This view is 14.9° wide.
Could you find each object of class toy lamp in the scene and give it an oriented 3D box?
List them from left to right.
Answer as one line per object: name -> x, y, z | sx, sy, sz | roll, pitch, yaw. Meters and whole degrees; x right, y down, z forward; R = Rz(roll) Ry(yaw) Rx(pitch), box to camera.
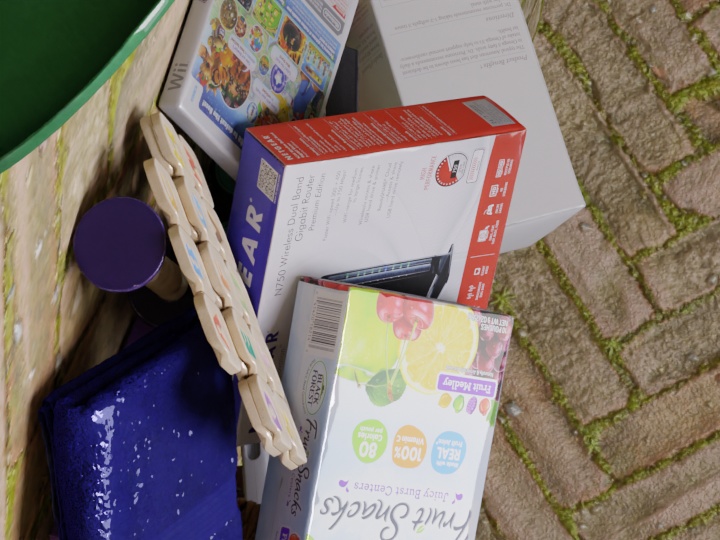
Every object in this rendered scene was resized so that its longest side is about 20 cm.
toy lamp -> -0.116, -0.001, 1.544 | 0.200, 0.058, 0.059 | 57, 48, -78

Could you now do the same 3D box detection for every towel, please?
towel -> -0.121, 0.133, 1.534 | 0.148, 0.049, 0.201 | -36, 131, -51

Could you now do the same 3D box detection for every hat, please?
hat -> -0.162, -0.154, 1.071 | 0.200, 0.176, 0.166 | -33, -154, 38

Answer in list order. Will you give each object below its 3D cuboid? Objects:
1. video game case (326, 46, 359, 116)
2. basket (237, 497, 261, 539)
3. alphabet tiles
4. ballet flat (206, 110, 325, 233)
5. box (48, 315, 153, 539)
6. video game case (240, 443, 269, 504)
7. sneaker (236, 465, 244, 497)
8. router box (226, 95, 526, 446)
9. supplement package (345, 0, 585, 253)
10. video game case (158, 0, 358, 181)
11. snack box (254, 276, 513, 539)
video game case -> -0.040, -0.023, 1.832 | 0.201, 0.025, 0.181 | -89, -163, -51
basket -> -0.065, 0.274, 1.740 | 0.200, 0.142, 0.149 | -50, 138, -23
alphabet tiles -> -0.075, 0.012, 1.529 | 0.196, 0.015, 0.201 | 53, 16, -74
ballet flat -> -0.066, -0.044, 1.771 | 0.072, 0.072, 0.201 | -51, 160, -72
box -> -0.136, 0.119, 1.662 | 0.137, 0.039, 0.201 | 92, 13, -52
video game case -> -0.057, 0.132, 1.971 | 0.200, 0.022, 0.183 | 64, 18, -62
sneaker -> -0.088, 0.192, 1.961 | 0.201, 0.075, 0.105 | -62, 177, -48
router box -> 0.000, 0.000, 1.687 | 0.179, 0.049, 0.201 | -11, 126, -33
supplement package -> 0.064, -0.112, 1.998 | 0.117, 0.116, 0.201 | 143, -68, -67
video game case -> -0.052, -0.154, 1.656 | 0.143, 0.018, 0.201 | 45, 56, -52
snack box -> 0.012, 0.113, 1.653 | 0.142, 0.053, 0.201 | 11, 90, -41
